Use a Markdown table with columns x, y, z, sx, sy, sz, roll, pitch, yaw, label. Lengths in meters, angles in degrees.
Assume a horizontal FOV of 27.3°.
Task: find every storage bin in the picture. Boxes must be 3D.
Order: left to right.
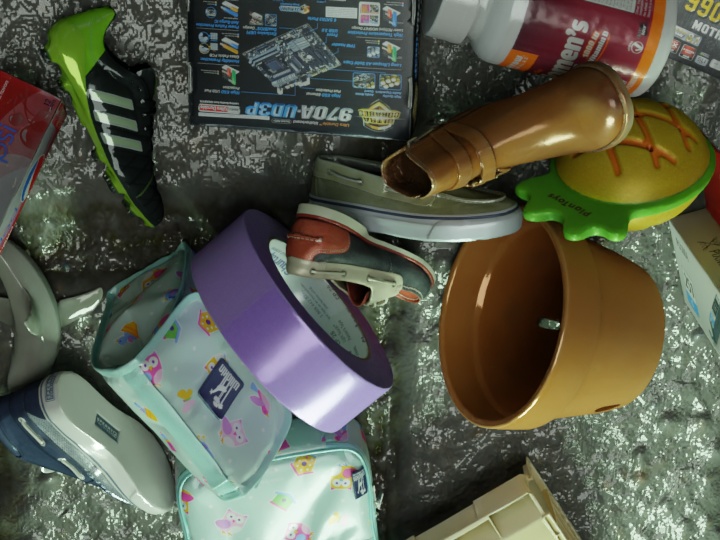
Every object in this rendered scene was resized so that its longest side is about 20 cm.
| x | y | z | sx | sy | sz | roll | pitch | yaw | label |
| --- | --- | --- | --- | --- | --- | --- | --- | --- | --- |
| 0.131 | 0.320 | 1.506 | 0.199 | 0.094 | 0.199 | -31 | 113 | 8 | storage bin |

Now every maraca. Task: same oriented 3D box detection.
| x | y | z | sx | sy | sz | roll | pitch | yaw | label |
| --- | --- | --- | --- | --- | --- | --- | --- | --- | --- |
| 0.225 | -0.083 | 1.295 | 0.200 | 0.137 | 0.108 | -34 | 133 | -33 | maraca |

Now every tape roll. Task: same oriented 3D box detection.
| x | y | z | sx | sy | sz | roll | pitch | yaw | label |
| --- | --- | --- | --- | --- | --- | --- | --- | --- | --- |
| -0.058 | 0.043 | 1.305 | 0.066 | 0.200 | 0.200 | -39 | 112 | 12 | tape roll |

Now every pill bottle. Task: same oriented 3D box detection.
| x | y | z | sx | sy | sz | roll | pitch | yaw | label |
| --- | --- | --- | --- | --- | --- | --- | --- | --- | --- |
| 0.158 | -0.221 | 1.262 | 0.199 | 0.110 | 0.110 | 12 | 112 | -11 | pill bottle |

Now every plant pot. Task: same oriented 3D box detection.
| x | y | z | sx | sy | sz | roll | pitch | yaw | label |
| --- | --- | --- | --- | --- | --- | --- | --- | --- | --- |
| 0.181 | 0.050 | 1.350 | 0.139 | 0.200 | 0.201 | 10 | 113 | -27 | plant pot |

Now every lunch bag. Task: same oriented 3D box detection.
| x | y | z | sx | sy | sz | roll | pitch | yaw | label |
| --- | --- | --- | --- | --- | --- | --- | --- | --- | --- |
| -0.149 | 0.095 | 1.318 | 0.122 | 0.200 | 0.171 | -32 | 112 | 8 | lunch bag |
| -0.077 | 0.231 | 1.452 | 0.198 | 0.077 | 0.161 | -8 | 114 | -3 | lunch bag |

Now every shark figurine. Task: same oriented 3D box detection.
| x | y | z | sx | sy | sz | roll | pitch | yaw | label |
| --- | --- | --- | --- | --- | --- | --- | --- | --- | --- |
| -0.317 | 0.019 | 1.331 | 0.128 | 0.090 | 0.215 | -28 | 115 | 5 | shark figurine |

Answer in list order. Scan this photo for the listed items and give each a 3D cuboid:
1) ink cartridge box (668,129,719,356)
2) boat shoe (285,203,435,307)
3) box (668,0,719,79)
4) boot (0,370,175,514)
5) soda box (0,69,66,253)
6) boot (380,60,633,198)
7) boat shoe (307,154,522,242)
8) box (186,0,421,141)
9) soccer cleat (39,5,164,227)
| x | y | z | sx | sy | sz | roll | pitch | yaw | label |
| --- | --- | --- | --- | --- | --- | --- | --- | --- | --- |
| 0.321 | -0.012 | 1.322 | 0.044 | 0.200 | 0.177 | -15 | 114 | 2 | ink cartridge box |
| 0.000 | 0.000 | 1.321 | 0.200 | 0.071 | 0.063 | 29 | 71 | -54 | boat shoe |
| 0.369 | -0.236 | 1.312 | 0.199 | 0.048 | 0.159 | 20 | 110 | -15 | box |
| -0.263 | 0.171 | 1.412 | 0.090 | 0.073 | 0.200 | -18 | 129 | 24 | boot |
| -0.322 | -0.065 | 1.255 | 0.070 | 0.063 | 0.201 | 25 | 82 | -3 | soda box |
| 0.118 | -0.105 | 1.219 | 0.154 | 0.200 | 0.074 | -23 | 93 | -26 | boot |
| 0.045 | -0.066 | 1.314 | 0.199 | 0.072 | 0.063 | 5 | 108 | 16 | boat shoe |
| -0.048 | -0.198 | 1.261 | 0.198 | 0.046 | 0.160 | 4 | 114 | 7 | box |
| -0.205 | -0.132 | 1.290 | 0.081 | 0.068 | 0.201 | -27 | 114 | -8 | soccer cleat |
